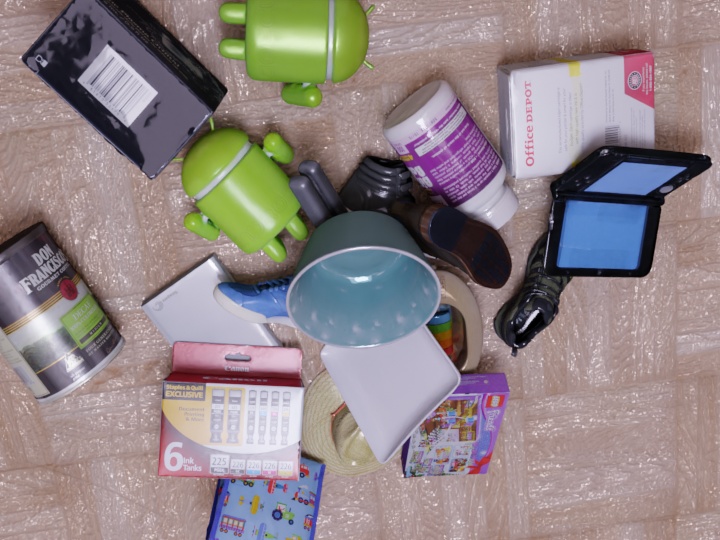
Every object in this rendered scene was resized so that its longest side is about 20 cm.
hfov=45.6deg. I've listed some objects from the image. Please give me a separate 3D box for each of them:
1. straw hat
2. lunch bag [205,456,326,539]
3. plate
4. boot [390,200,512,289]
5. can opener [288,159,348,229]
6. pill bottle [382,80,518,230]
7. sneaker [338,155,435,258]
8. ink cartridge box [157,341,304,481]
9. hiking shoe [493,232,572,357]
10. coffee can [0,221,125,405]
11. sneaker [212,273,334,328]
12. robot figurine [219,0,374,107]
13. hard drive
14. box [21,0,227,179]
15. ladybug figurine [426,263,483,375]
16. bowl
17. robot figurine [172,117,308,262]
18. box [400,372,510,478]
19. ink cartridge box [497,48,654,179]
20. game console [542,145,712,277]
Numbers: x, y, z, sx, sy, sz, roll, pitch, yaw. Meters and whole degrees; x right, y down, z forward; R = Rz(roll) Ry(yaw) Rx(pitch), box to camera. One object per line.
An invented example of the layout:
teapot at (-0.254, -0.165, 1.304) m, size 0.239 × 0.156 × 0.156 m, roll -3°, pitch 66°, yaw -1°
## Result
straw hat at (-0.001, 0.243, 1.289) m, size 0.197 × 0.085 × 0.205 m, roll -1°, pitch 108°, yaw -3°
lunch bag at (-0.141, 0.361, 1.248) m, size 0.148 × 0.201 × 0.095 m, roll 20°, pitch 122°, yaw -10°
plate at (0.042, 0.133, 1.204) m, size 0.032 × 0.201 × 0.200 m, roll 0°, pitch 138°, yaw -45°
boot at (0.126, -0.042, 1.161) m, size 0.199 × 0.096 × 0.075 m, roll 36°, pitch 83°, yaw -42°
can opener at (-0.050, -0.067, 1.164) m, size 0.054 × 0.066 × 0.201 m, roll -59°, pitch 139°, yaw -26°
pill bottle at (0.127, -0.146, 1.161) m, size 0.112 × 0.113 × 0.201 m, roll -37°, pitch 109°, yaw 8°
sneaker at (0.068, -0.091, 1.196) m, size 0.197 × 0.071 × 0.100 m, roll 25°, pitch 109°, yaw -7°
ink cartridge box at (-0.180, 0.197, 1.213) m, size 0.196 × 0.084 × 0.179 m, roll 3°, pitch 91°, yaw -6°
hiking shoe at (0.269, 0.032, 1.235) m, size 0.075 × 0.101 × 0.202 m, roll 24°, pitch 104°, yaw -12°
coffee can at (-0.437, 0.058, 1.167) m, size 0.145 × 0.147 × 0.202 m, roll -29°, pitch 108°, yaw 5°
sneaker at (-0.102, 0.020, 1.204) m, size 0.197 × 0.077 × 0.113 m, roll 18°, pitch 109°, yaw -24°
robot figurine at (-0.079, -0.300, 1.089) m, size 0.196 × 0.116 × 0.179 m, roll 1°, pitch 103°, yaw -5°
hard drive at (-0.209, 0.092, 1.258) m, size 0.131 × 0.027 × 0.201 m, roll -33°, pitch 106°, yaw 6°
box at (-0.278, -0.239, 1.057) m, size 0.117 × 0.200 × 0.196 m, roll -43°, pitch 106°, yaw 10°
ladybug figurine at (0.110, 0.084, 1.254) m, size 0.133 × 0.072 × 0.204 m, roll -4°, pitch 108°, yaw -3°
bowl at (0.000, 0.000, 1.112) m, size 0.197 × 0.106 × 0.203 m, roll -4°, pitch 140°, yaw -3°
robot figurine at (-0.157, -0.105, 1.152) m, size 0.175 × 0.116 × 0.200 m, roll -44°, pitch 106°, yaw 4°
box at (0.137, 0.234, 1.277) m, size 0.134 × 0.039 × 0.202 m, roll -1°, pitch 132°, yaw -7°
ink cartridge box at (0.291, -0.216, 1.168) m, size 0.196 × 0.084 × 0.148 m, roll -7°, pitch 109°, yaw -3°
game console at (0.365, -0.075, 1.171) m, size 0.197 × 0.176 × 0.118 m, roll 0°, pitch 69°, yaw -25°
